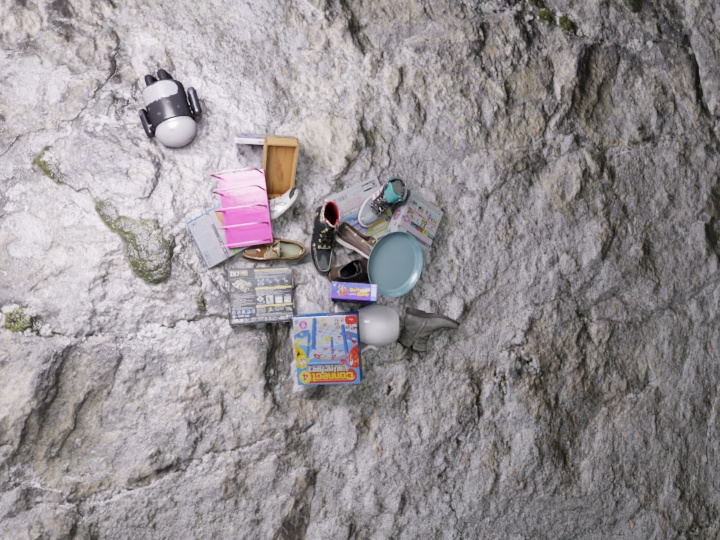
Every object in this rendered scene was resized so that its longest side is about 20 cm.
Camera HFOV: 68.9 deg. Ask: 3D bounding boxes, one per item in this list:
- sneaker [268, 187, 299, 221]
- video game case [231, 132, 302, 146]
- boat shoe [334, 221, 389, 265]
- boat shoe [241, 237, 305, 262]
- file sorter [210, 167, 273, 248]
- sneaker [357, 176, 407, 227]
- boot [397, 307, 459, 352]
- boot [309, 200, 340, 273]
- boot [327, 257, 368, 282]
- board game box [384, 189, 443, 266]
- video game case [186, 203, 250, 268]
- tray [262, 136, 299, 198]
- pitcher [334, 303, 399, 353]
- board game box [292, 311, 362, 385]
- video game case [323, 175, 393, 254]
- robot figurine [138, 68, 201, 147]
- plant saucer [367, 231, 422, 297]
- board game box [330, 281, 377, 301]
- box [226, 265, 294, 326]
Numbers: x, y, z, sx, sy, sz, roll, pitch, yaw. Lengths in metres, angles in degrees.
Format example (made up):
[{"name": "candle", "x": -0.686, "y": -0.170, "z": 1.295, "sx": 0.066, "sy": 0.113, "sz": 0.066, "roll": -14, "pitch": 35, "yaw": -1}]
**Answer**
[{"name": "sneaker", "x": -0.269, "y": -0.189, "z": 1.546, "sx": 0.198, "sy": 0.076, "sz": 0.088, "roll": -40, "pitch": 98, "yaw": -2}, {"name": "video game case", "x": -0.277, "y": -0.386, "z": 1.544, "sx": 0.192, "sy": 0.143, "sz": 0.019, "roll": -1, "pitch": 111, "yaw": -17}, {"name": "boat shoe", "x": 0.017, "y": -0.082, "z": 1.623, "sx": 0.195, "sy": 0.072, "sz": 0.061, "roll": 28, "pitch": 109, "yaw": -11}, {"name": "boat shoe", "x": -0.255, "y": -0.066, "z": 1.561, "sx": 0.192, "sy": 0.074, "sz": 0.079, "roll": -3, "pitch": 86, "yaw": -18}, {"name": "file sorter", "x": -0.328, "y": -0.171, "z": 1.441, "sx": 0.133, "sy": 0.125, "sz": 0.208, "roll": -7, "pitch": 94, "yaw": 1}, {"name": "sneaker", "x": 0.078, "y": -0.219, "z": 1.632, "sx": 0.084, "sy": 0.120, "sz": 0.201, "roll": 43, "pitch": 75, "yaw": -10}, {"name": "boot", "x": 0.220, "y": 0.203, "z": 1.706, "sx": 0.193, "sy": 0.068, "sz": 0.136, "roll": 13, "pitch": 87, "yaw": -9}, {"name": "boot", "x": -0.105, "y": -0.100, "z": 1.569, "sx": 0.071, "sy": 0.153, "sz": 0.212, "roll": 0, "pitch": 85, "yaw": -16}, {"name": "boot", "x": 0.000, "y": 0.000, "z": 1.626, "sx": 0.194, "sy": 0.097, "sz": 0.077, "roll": -17, "pitch": 91, "yaw": -18}, {"name": "board game box", "x": 0.167, "y": -0.133, "z": 1.695, "sx": 0.145, "sy": 0.064, "sz": 0.206, "roll": 29, "pitch": 79, "yaw": -26}, {"name": "video game case", "x": -0.387, "y": -0.117, "z": 1.518, "sx": 0.195, "sy": 0.018, "sz": 0.147, "roll": -27, "pitch": 93, "yaw": 3}, {"name": "tray", "x": -0.238, "y": -0.292, "z": 1.531, "sx": 0.095, "sy": 0.204, "sz": 0.038, "roll": -2, "pitch": 47, "yaw": -18}, {"name": "pitcher", "x": 0.017, "y": 0.193, "z": 1.611, "sx": 0.192, "sy": 0.121, "sz": 0.179, "roll": 3, "pitch": 89, "yaw": -7}, {"name": "board game box", "x": -0.096, "y": 0.229, "z": 1.546, "sx": 0.192, "sy": 0.056, "sz": 0.204, "roll": -3, "pitch": 96, "yaw": 7}, {"name": "video game case", "x": 0.003, "y": -0.179, "z": 1.680, "sx": 0.195, "sy": 0.022, "sz": 0.187, "roll": -26, "pitch": 94, "yaw": -18}, {"name": "robot figurine", "x": -0.537, "y": -0.452, "z": 1.476, "sx": 0.123, "sy": 0.148, "sz": 0.207, "roll": -21, "pitch": 92, "yaw": -47}, {"name": "plant saucer", "x": 0.104, "y": -0.021, "z": 1.620, "sx": 0.193, "sy": 0.027, "sz": 0.208, "roll": -7, "pitch": 106, "yaw": -25}, {"name": "board game box", "x": -0.022, "y": 0.069, "z": 1.547, "sx": 0.129, "sy": 0.200, "sz": 0.047, "roll": 4, "pitch": 84, "yaw": -3}, {"name": "box", "x": -0.294, "y": 0.074, "z": 1.552, "sx": 0.192, "sy": 0.049, "sz": 0.168, "roll": -4, "pitch": 89, "yaw": -18}]
